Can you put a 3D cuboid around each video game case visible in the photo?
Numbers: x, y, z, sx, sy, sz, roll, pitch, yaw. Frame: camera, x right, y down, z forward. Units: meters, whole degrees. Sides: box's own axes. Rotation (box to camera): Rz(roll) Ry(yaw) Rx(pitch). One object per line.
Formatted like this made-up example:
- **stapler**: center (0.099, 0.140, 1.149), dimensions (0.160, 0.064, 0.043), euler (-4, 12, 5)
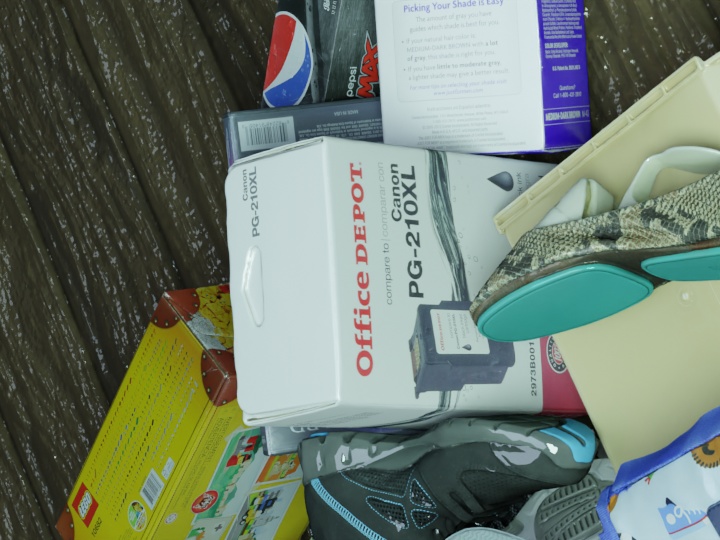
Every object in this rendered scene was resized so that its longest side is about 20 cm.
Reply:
- **video game case**: center (0.000, 0.000, 1.436), dimensions (0.019, 0.142, 0.201), euler (177, 86, -72)

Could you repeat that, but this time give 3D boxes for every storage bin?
- **storage bin**: center (0.194, 0.009, 1.263), dimensions (0.198, 0.093, 0.201), euler (-39, 67, 41)

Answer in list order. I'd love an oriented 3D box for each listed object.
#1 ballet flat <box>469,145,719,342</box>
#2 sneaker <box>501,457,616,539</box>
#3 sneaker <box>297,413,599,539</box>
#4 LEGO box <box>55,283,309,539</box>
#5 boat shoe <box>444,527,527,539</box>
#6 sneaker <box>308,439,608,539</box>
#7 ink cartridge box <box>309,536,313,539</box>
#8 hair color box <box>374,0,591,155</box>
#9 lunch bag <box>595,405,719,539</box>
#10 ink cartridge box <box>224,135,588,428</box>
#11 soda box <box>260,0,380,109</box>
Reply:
- **ballet flat**: center (0.139, -0.019, 1.213), dimensions (0.199, 0.068, 0.076), euler (-18, 60, 41)
- **sneaker**: center (0.090, 0.186, 1.349), dimensions (0.199, 0.099, 0.078), euler (-27, 40, 23)
- **sneaker**: center (0.050, 0.121, 1.316), dimensions (0.199, 0.073, 0.082), euler (-13, 77, 45)
- **LEGO box**: center (-0.083, 0.105, 1.528), dimensions (0.077, 0.148, 0.201), euler (49, 127, 31)
- **boat shoe**: center (0.124, 0.181, 1.140), dimensions (0.199, 0.074, 0.067), euler (27, 156, 29)
- **sneaker**: center (0.060, 0.142, 1.406), dimensions (0.200, 0.113, 0.076), euler (-12, 87, 47)
- **ink cartridge box**: center (-0.041, 0.267, 1.471), dimensions (0.059, 0.200, 0.104), euler (11, 134, 28)
- **hair color box**: center (0.066, -0.166, 1.384), dimensions (0.109, 0.065, 0.201), euler (-1, 96, 34)
- **lunch bag**: center (0.233, 0.132, 1.150), dimensions (0.200, 0.124, 0.170), euler (38, 133, -18)
- **ink cartridge box**: center (0.030, 0.011, 1.345), dimensions (0.084, 0.199, 0.146), euler (-13, 77, 47)
- **soda box**: center (-0.013, -0.125, 1.478), dimensions (0.063, 0.071, 0.201), euler (29, 116, 46)
